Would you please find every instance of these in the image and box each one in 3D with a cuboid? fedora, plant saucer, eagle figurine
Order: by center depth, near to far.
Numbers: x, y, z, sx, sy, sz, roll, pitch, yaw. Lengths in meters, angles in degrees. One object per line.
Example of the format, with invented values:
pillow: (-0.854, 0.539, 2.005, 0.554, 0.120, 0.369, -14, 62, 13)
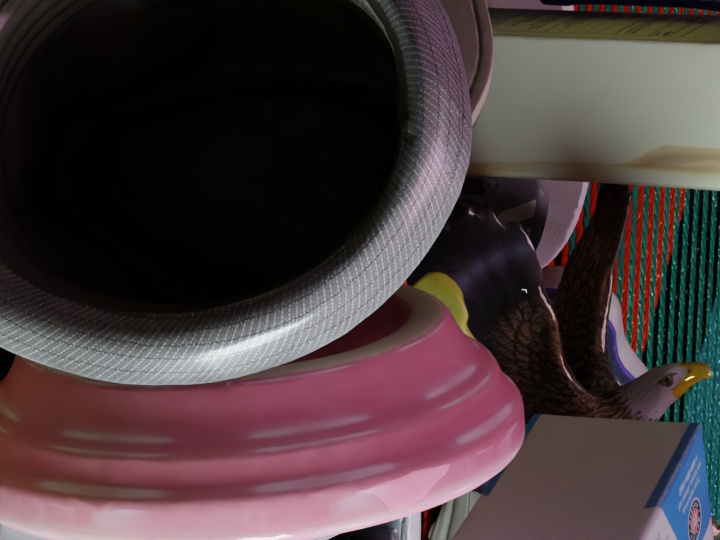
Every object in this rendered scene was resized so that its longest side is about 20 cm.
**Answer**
fedora: (-0.055, -0.041, 0.788, 0.090, 0.198, 0.179, 51, 40, -69)
plant saucer: (-0.043, 0.042, 0.819, 0.200, 0.199, 0.051, -31, 118, -63)
eagle figurine: (0.106, 0.059, 1.161, 0.201, 0.150, 0.152, 63, 1, 4)

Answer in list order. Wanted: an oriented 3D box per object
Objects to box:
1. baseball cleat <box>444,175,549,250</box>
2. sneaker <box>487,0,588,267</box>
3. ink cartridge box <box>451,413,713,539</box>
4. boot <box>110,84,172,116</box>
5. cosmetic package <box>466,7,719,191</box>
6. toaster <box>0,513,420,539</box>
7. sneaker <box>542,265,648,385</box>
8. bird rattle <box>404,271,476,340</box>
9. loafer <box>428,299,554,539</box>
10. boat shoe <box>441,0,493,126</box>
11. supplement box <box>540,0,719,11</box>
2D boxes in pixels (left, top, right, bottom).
baseball cleat: (0.046, -0.013, 1.197, 0.107, 0.069, 0.201, 60, 39, -54)
sneaker: (0.098, -0.100, 1.318, 0.088, 0.075, 0.202, -16, 108, -79)
ink cartridge box: (0.102, 0.184, 1.004, 0.145, 0.084, 0.202, -49, 135, -56)
boot: (-0.050, -0.110, 0.923, 0.211, 0.079, 0.159, -47, 131, -41)
cosmetic package: (0.097, -0.086, 1.135, 0.105, 0.198, 0.072, -28, 120, -63)
toaster: (-0.058, 0.117, 0.887, 0.200, 0.128, 0.115, -9, 101, -67)
sneaker: (0.114, 0.104, 1.391, 0.147, 0.080, 0.200, -65, 155, -23)
bird rattle: (0.000, 0.000, 0.999, 0.163, 0.112, 0.202, -75, 164, -61)
loafer: (0.083, 0.111, 1.260, 0.070, 0.069, 0.202, -16, 121, -55)
boat shoe: (0.019, -0.079, 0.928, 0.063, 0.072, 0.201, 87, 10, -45)
supplement box: (0.128, -0.228, 1.086, 0.201, 0.108, 0.110, 68, 34, -48)
